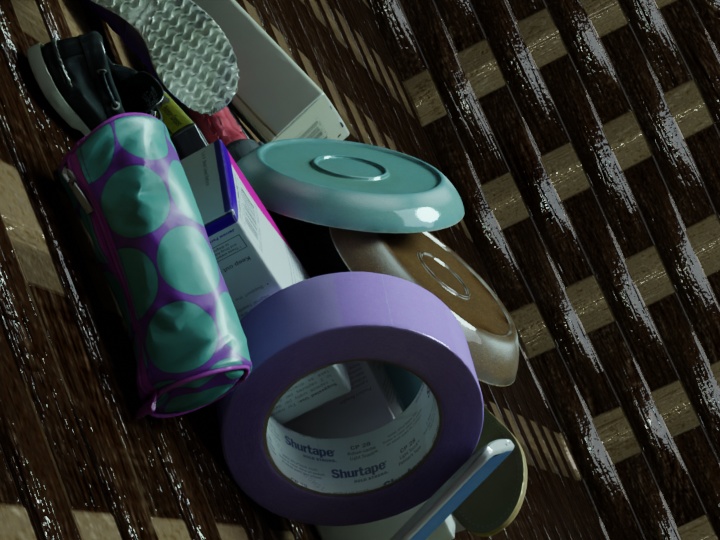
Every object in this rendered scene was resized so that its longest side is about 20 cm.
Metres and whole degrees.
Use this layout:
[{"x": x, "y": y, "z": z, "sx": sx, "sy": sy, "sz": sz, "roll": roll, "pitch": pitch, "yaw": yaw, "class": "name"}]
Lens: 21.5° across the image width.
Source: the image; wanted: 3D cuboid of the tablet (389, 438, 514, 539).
[{"x": 0.040, "y": 0.204, "z": 1.464, "sx": 0.014, "sy": 0.200, "sz": 0.130, "roll": 45, "pitch": 6, "yaw": 11, "class": "tablet"}]

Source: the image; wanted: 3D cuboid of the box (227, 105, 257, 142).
[{"x": -0.080, "y": -0.051, "z": 1.780, "sx": 0.200, "sy": 0.050, "sz": 0.158, "roll": 56, "pitch": 3, "yaw": 37, "class": "box"}]

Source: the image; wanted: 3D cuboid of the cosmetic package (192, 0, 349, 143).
[{"x": -0.108, "y": -0.190, "z": 1.828, "sx": 0.200, "sy": 0.073, "sz": 0.104, "roll": 46, "pitch": -3, "yaw": 25, "class": "cosmetic package"}]

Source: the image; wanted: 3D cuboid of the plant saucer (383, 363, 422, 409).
[{"x": 0.005, "y": 0.102, "z": 1.682, "sx": 0.200, "sy": 0.019, "sz": 0.070, "roll": -16, "pitch": -77, "yaw": 60, "class": "plant saucer"}]

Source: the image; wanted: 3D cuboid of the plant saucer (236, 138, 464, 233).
[{"x": -0.010, "y": -0.075, "z": 1.575, "sx": 0.200, "sy": 0.198, "sz": 0.028, "roll": -84, "pitch": -178, "yaw": -72, "class": "plant saucer"}]

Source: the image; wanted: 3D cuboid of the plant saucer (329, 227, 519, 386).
[{"x": 0.060, "y": 0.013, "z": 1.552, "sx": 0.200, "sy": 0.032, "sz": 0.200, "roll": 37, "pitch": 16, "yaw": -12, "class": "plant saucer"}]

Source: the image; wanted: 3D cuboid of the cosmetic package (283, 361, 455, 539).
[{"x": -0.008, "y": 0.150, "z": 1.598, "sx": 0.085, "sy": 0.107, "sz": 0.201, "roll": -70, "pitch": 135, "yaw": -79, "class": "cosmetic package"}]

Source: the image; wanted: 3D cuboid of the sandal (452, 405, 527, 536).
[{"x": 0.104, "y": 0.167, "z": 1.622, "sx": 0.070, "sy": 0.077, "sz": 0.212, "roll": 53, "pitch": 5, "yaw": -36, "class": "sandal"}]

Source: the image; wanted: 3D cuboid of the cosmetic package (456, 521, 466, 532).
[{"x": 0.058, "y": 0.172, "z": 1.782, "sx": 0.200, "sy": 0.081, "sz": 0.114, "roll": 98, "pitch": -27, "yaw": -64, "class": "cosmetic package"}]

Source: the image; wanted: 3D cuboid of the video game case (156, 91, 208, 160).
[{"x": -0.120, "y": -0.056, "z": 1.610, "sx": 0.201, "sy": 0.025, "sz": 0.181, "roll": 61, "pitch": -6, "yaw": -23, "class": "video game case"}]

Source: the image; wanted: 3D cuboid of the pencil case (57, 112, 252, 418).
[{"x": -0.145, "y": -0.002, "z": 1.316, "sx": 0.092, "sy": 0.085, "sz": 0.201, "roll": -12, "pitch": 74, "yaw": -41, "class": "pencil case"}]

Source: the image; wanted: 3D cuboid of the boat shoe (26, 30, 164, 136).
[{"x": -0.186, "y": -0.130, "z": 1.468, "sx": 0.075, "sy": 0.066, "sz": 0.199, "roll": 67, "pitch": 8, "yaw": 30, "class": "boat shoe"}]

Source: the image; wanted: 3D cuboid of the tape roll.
[{"x": -0.010, "y": 0.099, "z": 1.435, "sx": 0.201, "sy": 0.199, "sz": 0.066, "roll": 57, "pitch": 13, "yaw": -37, "class": "tape roll"}]

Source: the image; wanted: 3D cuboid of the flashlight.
[{"x": -0.134, "y": -0.144, "z": 1.695, "sx": 0.067, "sy": 0.068, "sz": 0.201, "roll": 6, "pitch": 43, "yaw": -49, "class": "flashlight"}]

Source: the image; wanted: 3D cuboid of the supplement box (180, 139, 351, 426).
[{"x": -0.098, "y": 0.018, "z": 1.465, "sx": 0.200, "sy": 0.103, "sz": 0.101, "roll": 56, "pitch": 12, "yaw": -35, "class": "supplement box"}]

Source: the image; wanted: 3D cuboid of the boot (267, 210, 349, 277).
[{"x": 0.000, "y": 0.000, "z": 1.628, "sx": 0.131, "sy": 0.070, "sz": 0.200, "roll": 17, "pitch": 29, "yaw": -53, "class": "boot"}]

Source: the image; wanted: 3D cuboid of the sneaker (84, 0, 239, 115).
[{"x": -0.183, "y": -0.222, "z": 1.645, "sx": 0.200, "sy": 0.070, "sz": 0.100, "roll": 48, "pitch": -2, "yaw": -19, "class": "sneaker"}]
